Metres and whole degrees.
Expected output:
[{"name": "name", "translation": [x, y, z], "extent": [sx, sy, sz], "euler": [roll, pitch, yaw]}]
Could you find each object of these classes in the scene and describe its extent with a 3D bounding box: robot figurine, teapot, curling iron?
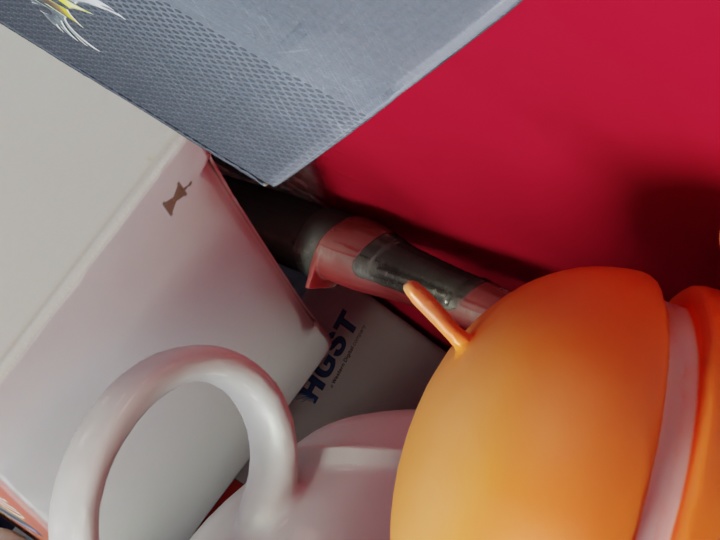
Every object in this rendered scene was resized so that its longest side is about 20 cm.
[{"name": "robot figurine", "translation": [0.094, 0.065, 0.616], "extent": [0.199, 0.117, 0.144], "euler": [16, 148, -6]}, {"name": "teapot", "translation": [0.022, 0.100, 0.746], "extent": [0.196, 0.147, 0.200], "euler": [5, 170, 5]}, {"name": "curling iron", "translation": [0.000, 0.000, 0.776], "extent": [0.199, 0.026, 0.050], "euler": [20, 165, 31]}]

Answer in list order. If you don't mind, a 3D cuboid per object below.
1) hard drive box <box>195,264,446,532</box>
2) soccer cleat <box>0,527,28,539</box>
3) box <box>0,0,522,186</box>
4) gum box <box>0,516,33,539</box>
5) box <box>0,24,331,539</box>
[{"name": "hard drive box", "translation": [0.005, 0.114, 0.887], "extent": [0.200, 0.156, 0.077], "euler": [36, 163, -25]}, {"name": "soccer cleat", "translation": [-0.110, 0.126, 0.741], "extent": [0.200, 0.086, 0.070], "euler": [43, 175, 25]}, {"name": "box", "translation": [-0.049, -0.093, 0.524], "extent": [0.157, 0.051, 0.200], "euler": [31, 164, -10]}, {"name": "gum box", "translation": [-0.176, 0.045, 0.900], "extent": [0.169, 0.201, 0.045], "euler": [28, 176, 2]}, {"name": "box", "translation": [-0.131, -0.013, 0.771], "extent": [0.200, 0.106, 0.152], "euler": [31, 167, 26]}]
